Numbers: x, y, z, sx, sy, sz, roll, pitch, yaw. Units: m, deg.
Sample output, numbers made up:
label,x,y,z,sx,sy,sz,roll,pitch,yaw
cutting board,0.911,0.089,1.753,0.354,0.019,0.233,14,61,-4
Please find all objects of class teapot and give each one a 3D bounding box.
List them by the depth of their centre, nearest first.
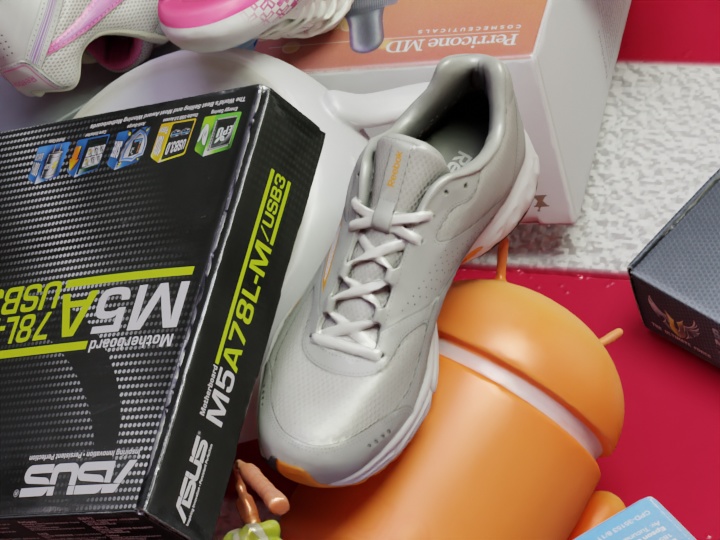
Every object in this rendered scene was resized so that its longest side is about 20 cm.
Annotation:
label,x,y,z,sx,sy,sz,roll,pitch,yaw
teapot,-0.052,-0.002,1.213,0.199,0.146,0.198,5,74,35

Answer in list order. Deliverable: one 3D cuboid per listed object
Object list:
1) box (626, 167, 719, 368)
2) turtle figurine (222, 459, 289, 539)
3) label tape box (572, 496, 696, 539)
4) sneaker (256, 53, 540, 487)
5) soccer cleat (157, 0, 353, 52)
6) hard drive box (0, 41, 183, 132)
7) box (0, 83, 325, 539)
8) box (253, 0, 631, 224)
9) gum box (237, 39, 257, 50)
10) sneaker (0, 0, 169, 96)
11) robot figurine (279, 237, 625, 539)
label,x,y,z,sx,sy,sz,roll,pitch,yaw
box,0.248,0.002,1.193,0.158,0.051,0.200,-44,50,-18
turtle figurine,-0.072,0.149,1.090,0.200,0.162,0.064,-7,28,50
label tape box,0.108,0.190,0.987,0.143,0.066,0.200,-28,38,-12
sneaker,0.009,-0.008,1.068,0.075,0.092,0.200,18,63,17
soccer cleat,-0.033,-0.136,1.206,0.070,0.087,0.200,-4,30,22
hard drive box,-0.154,-0.035,1.306,0.200,0.156,0.077,-32,47,-8
box,-0.121,0.025,1.095,0.199,0.047,0.194,-6,57,41
box,0.046,-0.123,1.326,0.152,0.107,0.200,-2,41,18
gum box,-0.071,-0.194,1.383,0.044,0.200,0.170,9,53,41
sneaker,-0.117,-0.143,1.234,0.200,0.088,0.081,-35,17,-37
robot figurine,0.042,0.090,1.135,0.143,0.117,0.200,27,77,18
